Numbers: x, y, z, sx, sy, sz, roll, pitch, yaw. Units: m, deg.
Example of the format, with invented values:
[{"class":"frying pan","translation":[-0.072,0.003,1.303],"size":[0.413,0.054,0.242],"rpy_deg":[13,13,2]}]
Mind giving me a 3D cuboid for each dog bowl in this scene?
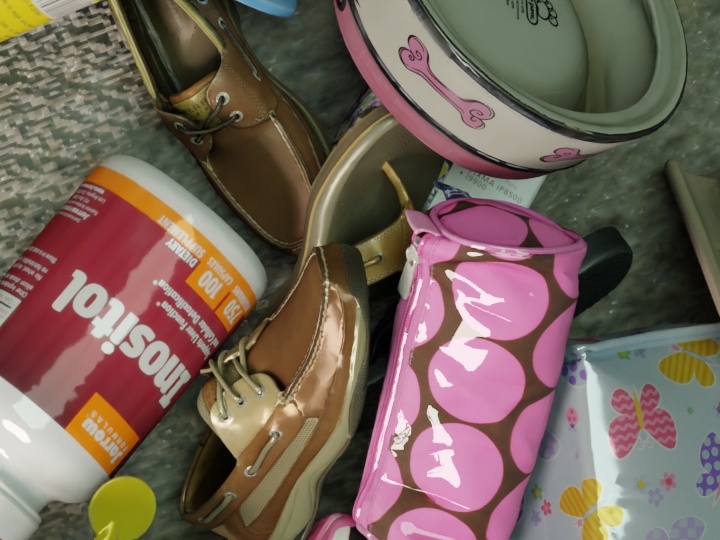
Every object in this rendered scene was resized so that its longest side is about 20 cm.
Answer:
[{"class":"dog bowl","translation":[0.072,-0.135,1.430],"size":[0.200,0.074,0.200],"rpy_deg":[23,46,-27]}]

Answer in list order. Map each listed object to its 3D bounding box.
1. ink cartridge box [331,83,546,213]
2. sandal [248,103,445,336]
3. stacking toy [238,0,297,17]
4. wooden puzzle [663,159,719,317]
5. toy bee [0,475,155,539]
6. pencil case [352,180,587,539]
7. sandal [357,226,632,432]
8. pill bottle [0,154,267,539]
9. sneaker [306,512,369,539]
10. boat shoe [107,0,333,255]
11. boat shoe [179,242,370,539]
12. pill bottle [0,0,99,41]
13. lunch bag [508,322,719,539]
[{"class":"ink cartridge box","translation":[0.074,-0.116,1.530],"size":[0.109,0.050,0.200],"rpy_deg":[31,80,-8]},{"class":"sandal","translation":[0.000,0.000,1.455],"size":[0.080,0.054,0.200],"rpy_deg":[2,121,-49]},{"class":"stacking toy","translation":[-0.015,-0.235,1.445],"size":[0.200,0.110,0.116],"rpy_deg":[-37,71,18]},{"class":"wooden puzzle","translation":[0.277,-0.003,1.506],"size":[0.200,0.185,0.046],"rpy_deg":[12,120,-14]},{"class":"toy bee","translation":[-0.145,0.160,1.378],"size":[0.109,0.200,0.131],"rpy_deg":[31,70,-7]},{"class":"pencil case","translation":[0.050,0.061,1.418],"size":[0.094,0.091,0.200],"rpy_deg":[0,113,-27]},{"class":"sandal","translation":[0.058,0.028,1.512],"size":[0.200,0.075,0.048],"rpy_deg":[-29,66,-21]},{"class":"pill bottle","translation":[-0.150,0.047,1.433],"size":[0.113,0.113,0.200],"rpy_deg":[40,78,-7]},{"class":"sneaker","translation":[-0.003,0.231,1.472],"size":[0.087,0.074,0.200],"rpy_deg":[6,89,-12]},{"class":"boat shoe","translation":[-0.081,-0.091,1.472],"size":[0.072,0.068,0.200],"rpy_deg":[-35,85,23]},{"class":"boat shoe","translation":[-0.047,0.072,1.423],"size":[0.074,0.076,0.200],"rpy_deg":[6,128,-16]},{"class":"pill bottle","translation":[-0.222,-0.163,1.413],"size":[0.200,0.113,0.113],"rpy_deg":[-22,90,10]},{"class":"lunch bag","translation":[0.180,0.111,1.494],"size":[0.200,0.127,0.170],"rpy_deg":[-4,86,-34]}]
